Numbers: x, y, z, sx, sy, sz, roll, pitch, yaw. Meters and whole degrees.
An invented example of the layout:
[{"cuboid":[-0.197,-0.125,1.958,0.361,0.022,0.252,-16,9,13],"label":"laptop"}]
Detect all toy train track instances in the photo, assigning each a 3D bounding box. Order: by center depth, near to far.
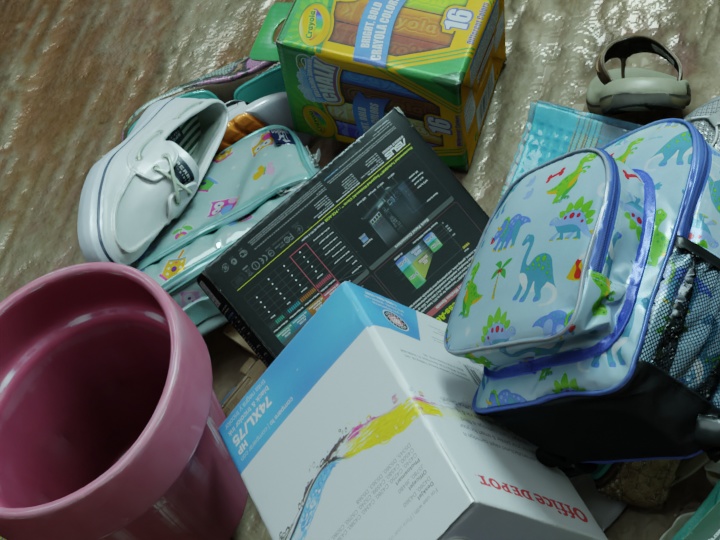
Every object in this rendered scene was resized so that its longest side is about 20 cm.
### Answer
[{"cuboid":[-0.084,0.104,1.334,0.114,0.033,0.200,32,76,37],"label":"toy train track"}]

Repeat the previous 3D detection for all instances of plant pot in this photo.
[{"cuboid":[-0.172,0.125,1.222,0.198,0.179,0.202,-15,50,19],"label":"plant pot"}]

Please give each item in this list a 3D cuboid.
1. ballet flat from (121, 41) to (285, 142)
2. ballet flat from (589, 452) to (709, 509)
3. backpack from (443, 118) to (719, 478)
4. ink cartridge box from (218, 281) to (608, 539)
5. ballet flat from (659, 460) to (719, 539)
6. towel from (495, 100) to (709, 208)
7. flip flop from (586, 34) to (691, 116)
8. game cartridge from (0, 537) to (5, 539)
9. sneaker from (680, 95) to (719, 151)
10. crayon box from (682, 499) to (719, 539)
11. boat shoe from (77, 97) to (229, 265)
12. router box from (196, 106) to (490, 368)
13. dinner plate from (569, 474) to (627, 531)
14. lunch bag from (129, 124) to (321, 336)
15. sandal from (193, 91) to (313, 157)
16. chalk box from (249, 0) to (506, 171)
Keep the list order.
[{"cuboid":[-0.118,-0.154,1.530,0.198,0.070,0.071,-24,30,4],"label":"ballet flat"},{"cuboid":[0.227,0.075,1.135,0.201,0.065,0.071,-57,9,21],"label":"ballet flat"},{"cuboid":[0.159,0.005,1.076,0.182,0.146,0.201,-18,42,58],"label":"backpack"},{"cuboid":[0.032,0.141,1.136,0.146,0.146,0.201,-49,47,18],"label":"ink cartridge box"},{"cuboid":[0.237,0.155,1.108,0.200,0.067,0.070,-50,35,-16],"label":"ballet flat"},{"cuboid":[0.152,-0.014,1.218,0.146,0.022,0.202,17,84,33],"label":"towel"},{"cuboid":[0.206,-0.147,1.289,0.080,0.200,0.058,-6,96,9],"label":"flip flop"},{"cuboid":[-0.264,0.204,1.352,0.199,0.033,0.177,-31,48,1],"label":"game cartridge"},{"cuboid":[0.215,-0.070,1.273,0.199,0.082,0.075,-37,48,-2],"label":"sneaker"},{"cuboid":[0.242,0.187,1.004,0.200,0.173,0.058,-44,51,-9],"label":"crayon box"},{"cuboid":[-0.160,-0.078,1.359,0.066,0.074,0.201,-12,38,27],"label":"boat shoe"},{"cuboid":[0.000,0.000,1.281,0.200,0.062,0.150,-40,88,-13],"label":"router box"},{"cuboid":[0.109,0.120,1.228,0.198,0.024,0.202,-14,52,18],"label":"dinner plate"},{"cuboid":[-0.107,-0.028,1.387,0.199,0.077,0.161,-31,29,3],"label":"lunch bag"},{"cuboid":[-0.134,-0.097,1.478,0.206,0.079,0.059,-35,50,2],"label":"sandal"},{"cuboid":[0.008,-0.183,1.401,0.198,0.124,0.126,14,62,13],"label":"chalk box"}]
